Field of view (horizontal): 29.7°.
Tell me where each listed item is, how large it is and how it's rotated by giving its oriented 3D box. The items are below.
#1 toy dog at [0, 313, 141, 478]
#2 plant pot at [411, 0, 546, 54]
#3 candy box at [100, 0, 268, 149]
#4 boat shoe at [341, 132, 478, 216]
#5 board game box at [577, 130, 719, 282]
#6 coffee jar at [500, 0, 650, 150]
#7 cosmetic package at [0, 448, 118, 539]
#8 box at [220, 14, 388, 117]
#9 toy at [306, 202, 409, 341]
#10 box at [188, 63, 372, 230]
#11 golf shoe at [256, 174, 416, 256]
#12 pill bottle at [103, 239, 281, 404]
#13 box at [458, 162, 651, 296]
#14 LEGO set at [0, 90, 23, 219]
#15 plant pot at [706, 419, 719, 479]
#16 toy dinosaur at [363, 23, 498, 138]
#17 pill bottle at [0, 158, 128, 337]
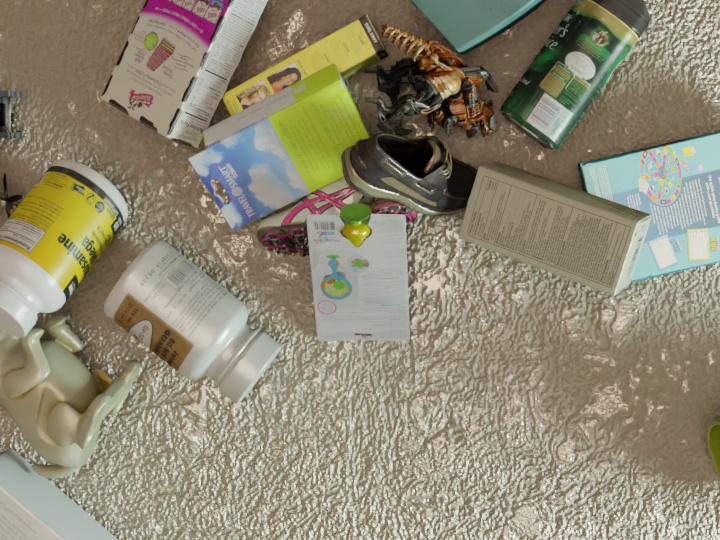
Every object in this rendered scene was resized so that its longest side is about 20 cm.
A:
[{"bbox_3d":[-0.397,0.140,1.660,0.199,0.140,0.194,31,123,2],"label":"toy dog"},{"bbox_3d":[0.157,-0.351,1.563,0.200,0.141,0.141,-43,90,9],"label":"plant pot"},{"bbox_3d":[-0.209,-0.263,1.608,0.136,0.061,0.201,32,97,36],"label":"candy box"},{"bbox_3d":[0.073,-0.114,1.570,0.073,0.199,0.075,-35,59,44],"label":"boat shoe"},{"bbox_3d":[0.372,-0.076,1.609,0.199,0.047,0.152,-12,94,5],"label":"board game box"},{"bbox_3d":[0.251,-0.242,1.579,0.085,0.104,0.200,36,96,-1],"label":"coffee jar"},{"bbox_3d":[-0.433,0.366,1.671,0.199,0.123,0.200,40,98,1],"label":"cosmetic package"},{"bbox_3d":[-0.065,-0.234,1.622,0.199,0.075,0.050,-29,90,7],"label":"box"},{"bbox_3d":[0.000,0.000,1.619,0.114,0.047,0.201,0,134,4],"label":"toy"},{"bbox_3d":[-0.090,-0.143,1.596,0.199,0.048,0.122,-26,125,6],"label":"box"},{"bbox_3d":[-0.031,-0.075,1.641,0.199,0.073,0.093,-13,61,11],"label":"golf shoe"},{"bbox_3d":[-0.199,0.066,1.634,0.200,0.114,0.115,38,96,1],"label":"pill bottle"},{"bbox_3d":[0.225,-0.051,1.575,0.199,0.078,0.096,23,107,20],"label":"box"},{"bbox_3d":[-0.484,-0.149,1.664,0.153,0.116,0.201,-5,90,35],"label":"LEGO set"},{"bbox_3d":[0.538,0.209,1.566,0.199,0.187,0.188,-29,91,-9],"label":"plant pot"},{"bbox_3d":[0.081,-0.220,1.578,0.135,0.102,0.201,-19,118,26],"label":"toy dinosaur"},{"bbox_3d":[-0.372,-0.025,1.603,0.112,0.113,0.201,32,65,2],"label":"pill bottle"}]
